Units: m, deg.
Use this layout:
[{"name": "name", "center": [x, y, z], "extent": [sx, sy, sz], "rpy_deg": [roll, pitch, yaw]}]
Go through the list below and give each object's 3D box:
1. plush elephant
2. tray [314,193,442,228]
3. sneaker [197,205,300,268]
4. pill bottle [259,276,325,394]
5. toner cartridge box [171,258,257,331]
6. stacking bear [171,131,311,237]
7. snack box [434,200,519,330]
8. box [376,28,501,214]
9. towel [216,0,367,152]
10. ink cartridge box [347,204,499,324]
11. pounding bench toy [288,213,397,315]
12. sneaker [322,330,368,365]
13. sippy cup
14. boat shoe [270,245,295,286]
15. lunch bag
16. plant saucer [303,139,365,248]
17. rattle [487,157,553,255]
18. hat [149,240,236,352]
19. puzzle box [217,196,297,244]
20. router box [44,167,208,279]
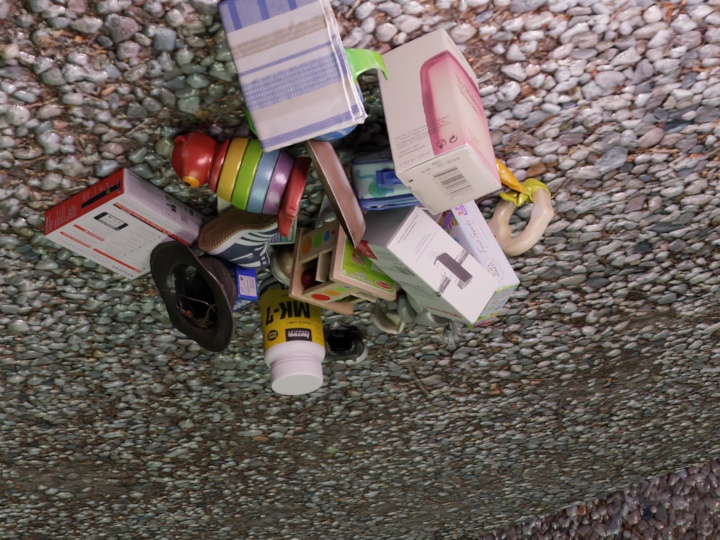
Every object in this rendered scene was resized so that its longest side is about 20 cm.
[{"name": "plush elephant", "center": [0.099, 0.038, 1.948], "extent": [0.154, 0.164, 0.201], "rpy_deg": [14, 132, 43]}, {"name": "tray", "center": [0.029, -0.092, 1.783], "extent": [0.198, 0.022, 0.108], "rpy_deg": [8, 148, -9]}, {"name": "sneaker", "center": [-0.154, -0.065, 1.712], "extent": [0.199, 0.071, 0.108], "rpy_deg": [-22, 147, 29]}, {"name": "pill bottle", "center": [-0.124, 0.117, 1.960], "extent": [0.113, 0.202, 0.115], "rpy_deg": [-6, 151, -3]}, {"name": "toner cartridge box", "center": [-0.259, 0.035, 1.866], "extent": [0.043, 0.096, 0.199], "rpy_deg": [14, 151, -41]}, {"name": "stacking bear", "center": [-0.180, -0.143, 1.563], "extent": [0.198, 0.115, 0.122], "rpy_deg": [18, 160, -5]}, {"name": "snack box", "center": [0.177, -0.023, 1.778], "extent": [0.053, 0.201, 0.143], "rpy_deg": [-18, 156, -22]}, {"name": "box", "center": [0.105, -0.201, 1.448], "extent": [0.108, 0.202, 0.128], "rpy_deg": [-20, 149, 20]}, {"name": "towel", "center": [-0.086, -0.260, 1.334], "extent": [0.146, 0.202, 0.024], "rpy_deg": [-17, -176, 15]}, {"name": "ink cartridge box", "center": [0.099, -0.013, 1.665], "extent": [0.200, 0.084, 0.144], "rpy_deg": [42, 168, -24]}, {"name": "pounding bench toy", "center": [0.000, 0.000, 1.791], "extent": [0.199, 0.125, 0.156], "rpy_deg": [20, 156, -30]}, {"name": "sneaker", "center": [-0.086, 0.163, 2.196], "extent": [0.198, 0.067, 0.091], "rpy_deg": [-12, 148, 0]}, {"name": "sippy cup", "center": [-0.056, -0.233, 1.425], "extent": [0.176, 0.141, 0.130], "rpy_deg": [14, 177, 16]}, {"name": "boat shoe", "center": [-0.074, 0.009, 1.912], "extent": [0.071, 0.076, 0.199], "rpy_deg": [-28, 146, 29]}, {"name": "lunch bag", "center": [0.083, -0.145, 1.593], "extent": [0.198, 0.083, 0.161], "rpy_deg": [-9, -170, 1]}, {"name": "plant saucer", "center": [-0.038, -0.129, 1.558], "extent": [0.032, 0.201, 0.201], "rpy_deg": [-25, 151, -4]}, {"name": "rattle", "center": [0.212, -0.075, 1.760], "extent": [0.142, 0.131, 0.200], "rpy_deg": [10, 139, -43]}, {"name": "hat", "center": [-0.254, 0.029, 1.760], "extent": [0.081, 0.201, 0.201], "rpy_deg": [-35, 170, -38]}, {"name": "puzzle box", "center": [-0.168, -0.102, 1.741], "extent": [0.132, 0.026, 0.201], "rpy_deg": [-3, 151, -9]}, {"name": "router box", "center": [-0.375, -0.070, 1.724], "extent": [0.178, 0.049, 0.200], "rpy_deg": [-23, 148, 25]}]
